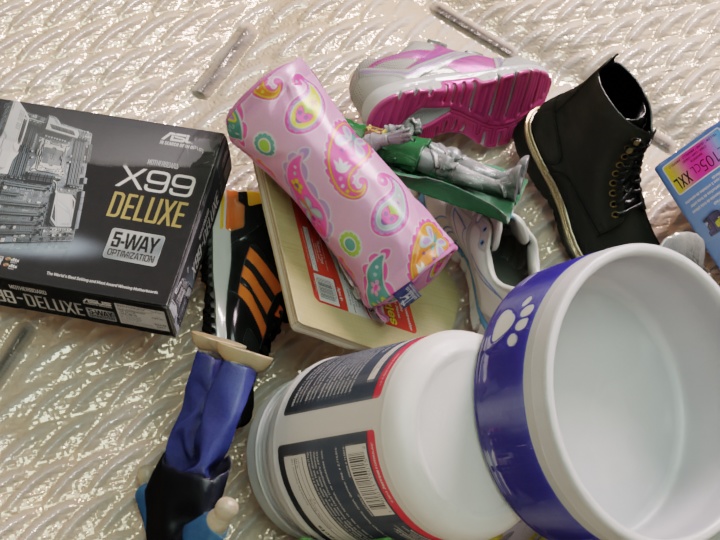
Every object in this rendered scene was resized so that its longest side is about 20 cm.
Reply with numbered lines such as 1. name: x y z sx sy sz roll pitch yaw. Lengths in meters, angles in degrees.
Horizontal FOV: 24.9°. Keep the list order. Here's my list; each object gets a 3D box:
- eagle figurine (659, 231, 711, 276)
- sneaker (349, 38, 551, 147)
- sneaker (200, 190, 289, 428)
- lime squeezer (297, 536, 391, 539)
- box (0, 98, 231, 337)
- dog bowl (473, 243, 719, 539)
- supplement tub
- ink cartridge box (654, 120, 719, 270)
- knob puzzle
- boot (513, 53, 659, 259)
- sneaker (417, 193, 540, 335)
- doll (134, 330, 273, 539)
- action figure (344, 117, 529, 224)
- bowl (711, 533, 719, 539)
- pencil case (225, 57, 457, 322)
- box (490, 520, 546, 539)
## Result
1. eagle figurine: 0.252 0.070 1.254 0.150 0.200 0.153 12 71 -16
2. sneaker: 0.075 -0.160 1.396 0.198 0.082 0.088 -6 44 -33
3. sneaker: -0.076 0.026 1.263 0.089 0.070 0.202 2 61 -12
4. lime squeezer: -0.055 0.214 1.149 0.199 0.070 0.038 -27 78 20
5. box: -0.212 -0.043 1.239 0.198 0.050 0.159 10 60 10
6. dog bowl: 0.174 0.087 1.090 0.198 0.079 0.202 8 76 -34
7. supplement tub: 0.022 0.124 1.147 0.139 0.199 0.142 8 75 -34
8. ink cartridge box: 0.346 -0.019 1.369 0.136 0.076 0.201 6 50 -61
9. knob puzzle: 0.000 0.000 1.286 0.219 0.030 0.221 32 35 -26
10. boot: 0.219 -0.068 1.349 0.077 0.138 0.201 -36 88 -32
11. sneaker: 0.107 -0.032 1.324 0.074 0.087 0.201 -12 53 -19
12. doll: -0.118 0.149 1.154 0.048 0.136 0.202 16 90 -34
13. action figure: 0.032 -0.093 1.292 0.198 0.055 0.118 15 15 9
14. bowl: 0.267 0.197 1.221 0.199 0.202 0.091 0 42 -16
15. pencil case: -0.016 -0.061 1.225 0.087 0.087 0.201 -38 89 -29
16. box: 0.139 0.189 1.188 0.048 0.117 0.201 43 74 -20
